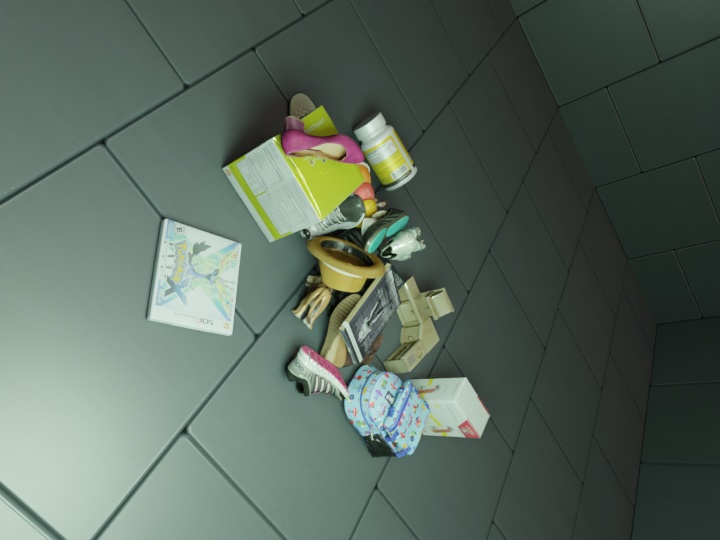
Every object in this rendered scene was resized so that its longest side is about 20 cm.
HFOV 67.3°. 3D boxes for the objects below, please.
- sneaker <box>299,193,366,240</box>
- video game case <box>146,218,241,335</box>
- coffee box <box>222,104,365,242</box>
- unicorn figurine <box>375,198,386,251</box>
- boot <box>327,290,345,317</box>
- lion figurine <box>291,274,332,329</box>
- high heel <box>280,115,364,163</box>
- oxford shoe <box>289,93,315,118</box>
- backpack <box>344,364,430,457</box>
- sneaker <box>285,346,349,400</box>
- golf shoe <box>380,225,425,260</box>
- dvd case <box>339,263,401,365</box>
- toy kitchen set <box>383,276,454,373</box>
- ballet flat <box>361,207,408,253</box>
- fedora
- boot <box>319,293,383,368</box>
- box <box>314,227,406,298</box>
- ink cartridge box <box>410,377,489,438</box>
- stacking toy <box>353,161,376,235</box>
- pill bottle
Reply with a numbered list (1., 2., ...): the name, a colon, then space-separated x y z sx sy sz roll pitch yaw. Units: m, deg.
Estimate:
1. sneaker: -0.078 -0.112 1.286 0.115 0.199 0.076 -33 97 -38
2. video game case: -0.331 0.017 1.100 0.180 0.022 0.204 19 65 -43
3. coffee box: -0.147 -0.218 1.235 0.202 0.196 0.200 58 45 -17
4. unicorn figurine: 0.041 -0.117 1.511 0.201 0.074 0.137 51 56 -5
5. boot: -0.004 0.069 1.408 0.131 0.067 0.202 44 49 -22
6. lion figurine: -0.099 0.066 1.239 0.072 0.200 0.123 43 83 -15
7. high heel: -0.076 -0.240 1.121 0.197 0.067 0.098 15 55 -27
8. oxford shoe: -0.130 -0.358 1.404 0.058 0.074 0.203 37 30 -87
9. backpack: 0.059 0.336 1.340 0.202 0.133 0.183 56 46 -20
10. sneaker: -0.101 0.251 1.238 0.200 0.087 0.074 47 6 -42
11. golf shoe: 0.087 -0.061 1.373 0.096 0.200 0.080 -21 85 -13
12. dvd case: 0.027 0.103 1.262 0.201 0.016 0.150 -53 146 -27
13. toy kitchen set: 0.142 0.140 1.466 0.180 0.161 0.203 -34 103 -46
14. ballet flat: 0.043 -0.100 1.294 0.068 0.069 0.199 33 36 16
15. fedora: -0.041 -0.007 1.235 0.198 0.200 0.083 -2 119 -47
16. boot: -0.004 0.149 1.319 0.165 0.072 0.203 9 115 -46
17. box: 0.000 0.000 1.373 0.201 0.079 0.141 51 41 6
18. ink cartridge box: 0.223 0.371 1.461 0.146 0.198 0.084 54 50 -20
19. stacking toy: -0.003 -0.162 1.372 0.145 0.146 0.202 -6 61 -47
20. pill bottle: 0.070 -0.345 1.567 0.202 0.113 0.115 56 46 -20
